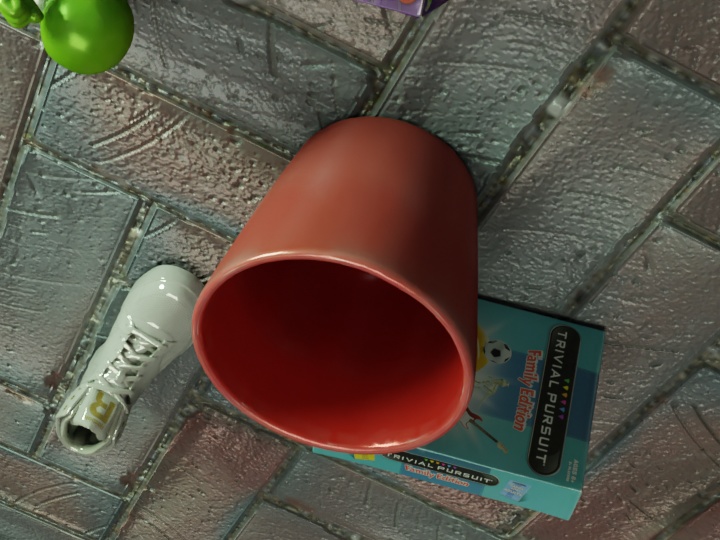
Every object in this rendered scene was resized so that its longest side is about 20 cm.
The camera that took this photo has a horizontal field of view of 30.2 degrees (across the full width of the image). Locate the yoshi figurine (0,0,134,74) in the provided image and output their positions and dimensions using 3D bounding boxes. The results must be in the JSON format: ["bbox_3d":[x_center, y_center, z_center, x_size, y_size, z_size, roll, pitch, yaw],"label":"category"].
[{"bbox_3d":[-0.188,-0.205,0.846,0.112,0.112,0.200,1,138,8],"label":"yoshi figurine"}]

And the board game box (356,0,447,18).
[{"bbox_3d":[-0.036,-0.193,0.770,0.200,0.120,0.032,18,113,16],"label":"board game box"}]

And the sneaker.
[{"bbox_3d":[-0.198,0.088,1.147,0.074,0.116,0.200,29,135,-10],"label":"sneaker"}]

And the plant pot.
[{"bbox_3d":[0.000,0.000,0.941,0.200,0.178,0.201,10,137,9],"label":"plant pot"}]

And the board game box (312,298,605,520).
[{"bbox_3d":[0.079,0.092,1.028,0.199,0.151,0.047,14,142,3],"label":"board game box"}]
